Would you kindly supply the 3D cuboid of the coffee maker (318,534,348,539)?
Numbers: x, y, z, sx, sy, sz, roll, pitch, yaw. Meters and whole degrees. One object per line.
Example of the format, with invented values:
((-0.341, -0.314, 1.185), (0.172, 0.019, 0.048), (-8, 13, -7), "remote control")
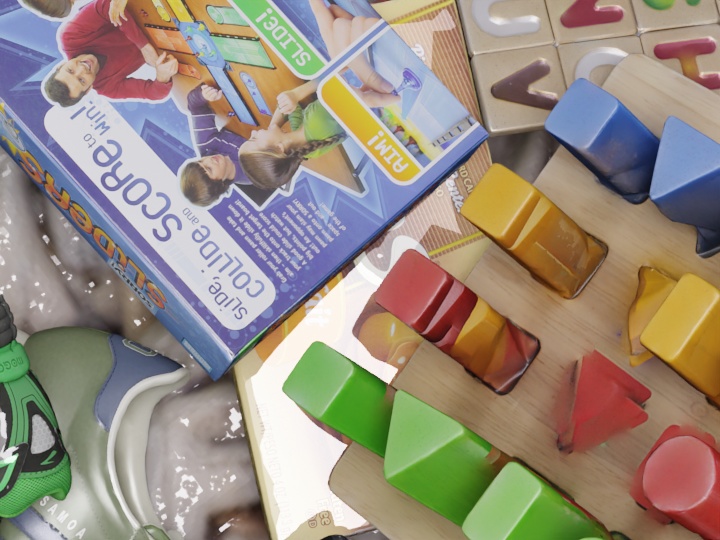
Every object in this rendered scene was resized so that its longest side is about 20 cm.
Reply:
((-0.076, 0.169, 0.818), (0.200, 0.135, 0.192), (-20, 67, -7), "coffee maker")

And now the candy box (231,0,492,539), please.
((0.000, 0.000, 0.955), (0.115, 0.055, 0.200), (-12, 85, -5), "candy box")

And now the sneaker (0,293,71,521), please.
((-0.184, 0.090, 0.890), (0.200, 0.078, 0.085), (-34, 81, 37), "sneaker")

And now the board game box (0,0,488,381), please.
((-0.069, -0.078, 0.898), (0.135, 0.034, 0.200), (-41, 86, -21), "board game box")

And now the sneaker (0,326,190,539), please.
((-0.107, 0.119, 0.934), (0.090, 0.067, 0.201), (2, 82, 3), "sneaker")

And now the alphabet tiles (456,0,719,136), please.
((0.077, -0.149, 0.959), (0.167, 0.008, 0.200), (-8, 69, -10), "alphabet tiles")

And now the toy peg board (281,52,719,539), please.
((0.090, 0.031, 0.821), (0.200, 0.098, 0.199), (35, 90, 39), "toy peg board")
